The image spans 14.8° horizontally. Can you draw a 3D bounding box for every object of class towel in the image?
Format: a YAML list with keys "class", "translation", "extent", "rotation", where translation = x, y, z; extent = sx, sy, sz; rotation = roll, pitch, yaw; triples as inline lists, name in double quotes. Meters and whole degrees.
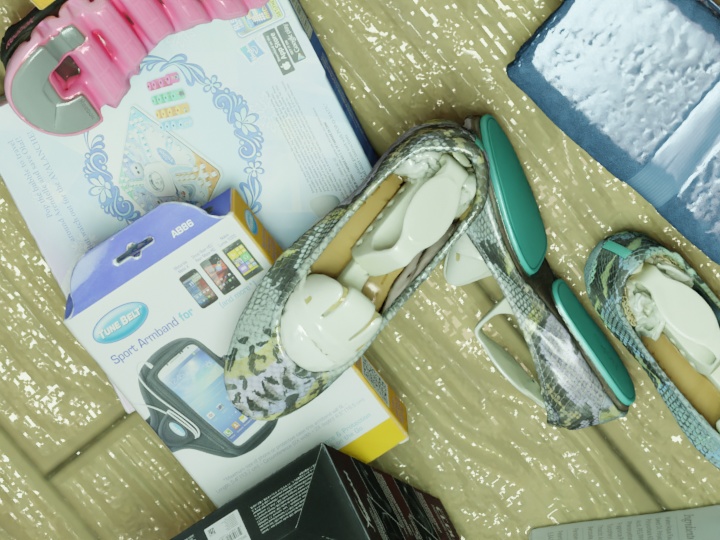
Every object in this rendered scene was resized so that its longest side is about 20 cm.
- class: "towel"
  translation: [0.187, -0.090, 1.580]
  extent: [0.200, 0.049, 0.112]
  rotation: [40, 105, -9]

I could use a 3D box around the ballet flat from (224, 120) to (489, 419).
- class: "ballet flat"
  translation: [0.000, 0.000, 1.512]
  extent: [0.072, 0.072, 0.200]
  rotation: [40, 84, -9]

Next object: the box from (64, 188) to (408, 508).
- class: "box"
  translation: [-0.076, 0.047, 1.587]
  extent: [0.119, 0.042, 0.200]
  rotation: [-32, 110, 13]

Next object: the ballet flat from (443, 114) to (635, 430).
- class: "ballet flat"
  translation: [0.088, 0.008, 1.606]
  extent: [0.072, 0.072, 0.201]
  rotation: [-26, 102, 10]

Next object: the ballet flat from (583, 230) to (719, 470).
- class: "ballet flat"
  translation: [0.207, 0.060, 1.608]
  extent: [0.074, 0.074, 0.200]
  rotation: [-43, 101, 14]

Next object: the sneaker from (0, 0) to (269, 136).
- class: "sneaker"
  translation: [-0.122, -0.160, 1.547]
  extent: [0.200, 0.095, 0.079]
  rotation: [-35, 116, -5]

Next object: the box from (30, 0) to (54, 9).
- class: "box"
  translation: [-0.119, -0.243, 1.514]
  extent: [0.200, 0.119, 0.041]
  rotation: [-36, 133, 13]

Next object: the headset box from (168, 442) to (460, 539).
- class: "headset box"
  translation: [-0.027, 0.186, 1.612]
  extent: [0.149, 0.200, 0.077]
  rotation: [-32, 64, 12]

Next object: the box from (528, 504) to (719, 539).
- class: "box"
  translation: [0.173, 0.268, 1.609]
  extent: [0.130, 0.200, 0.200]
  rotation: [-8, 106, 6]

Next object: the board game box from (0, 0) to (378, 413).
- class: "board game box"
  translation: [-0.092, -0.046, 1.611]
  extent: [0.199, 0.043, 0.200]
  rotation: [-24, 104, 9]
